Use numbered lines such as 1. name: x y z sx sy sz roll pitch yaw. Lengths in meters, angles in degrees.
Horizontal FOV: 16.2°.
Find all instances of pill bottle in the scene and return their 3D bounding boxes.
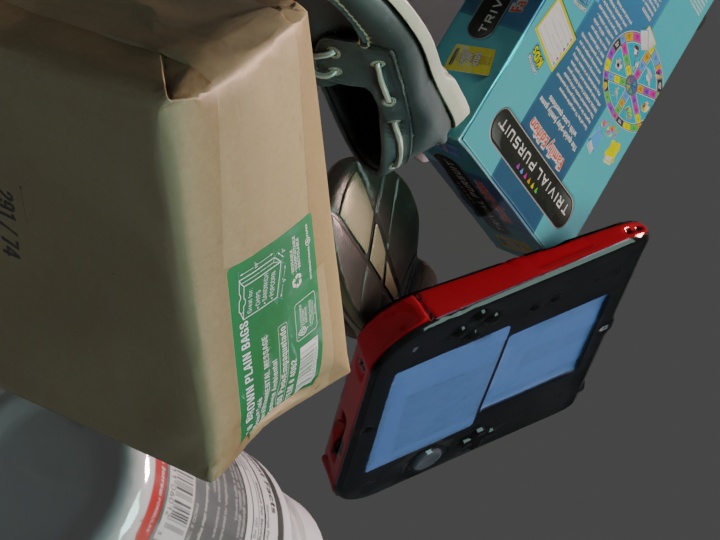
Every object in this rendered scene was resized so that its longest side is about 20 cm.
1. pill bottle: -0.105 0.131 1.275 0.200 0.116 0.116 37 77 -55

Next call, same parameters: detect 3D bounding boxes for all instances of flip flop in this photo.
1. flip flop: 0.000 0.000 1.411 0.200 0.058 0.081 60 48 -66

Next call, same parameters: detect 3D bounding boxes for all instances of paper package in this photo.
1. paper package: -0.109 -0.036 1.118 0.103 0.191 0.200 -36 134 -38

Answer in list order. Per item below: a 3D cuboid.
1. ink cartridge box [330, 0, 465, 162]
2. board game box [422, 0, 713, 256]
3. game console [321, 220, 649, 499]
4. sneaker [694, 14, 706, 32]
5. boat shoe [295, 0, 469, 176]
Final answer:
1. ink cartridge box: 0.071 -0.157 1.411 0.116 0.067 0.200 22 89 -56
2. board game box: 0.113 -0.123 1.383 0.200 0.047 0.151 -59 145 -13
3. game console: 0.069 0.055 1.435 0.177 0.031 0.200 -18 154 -20
4. sneaker: 0.201 -0.234 1.529 0.078 0.090 0.200 -5 110 -53
5. boat shoe: -0.005 -0.105 1.213 0.062 0.073 0.200 -44 150 -2
